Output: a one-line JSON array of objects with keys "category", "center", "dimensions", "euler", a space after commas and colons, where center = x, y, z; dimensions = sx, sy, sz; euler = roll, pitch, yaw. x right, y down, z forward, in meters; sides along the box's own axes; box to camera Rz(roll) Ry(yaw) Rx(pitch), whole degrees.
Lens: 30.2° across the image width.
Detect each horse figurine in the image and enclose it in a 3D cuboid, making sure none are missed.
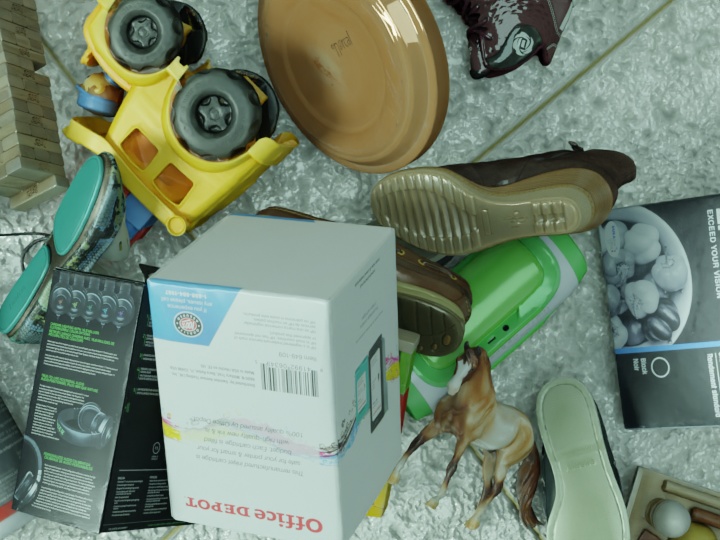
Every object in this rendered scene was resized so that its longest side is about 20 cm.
[{"category": "horse figurine", "center": [0.104, 0.151, 1.146], "dimensions": [0.200, 0.050, 0.134], "euler": [37, 80, -43]}]

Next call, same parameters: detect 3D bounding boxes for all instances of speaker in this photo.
[{"category": "speaker", "center": [0.100, 0.037, 1.159], "dimensions": [0.199, 0.088, 0.089], "euler": [-40, 93, -6]}]

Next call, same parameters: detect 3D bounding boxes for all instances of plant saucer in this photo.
[{"category": "plant saucer", "center": [-0.013, -0.172, 1.088], "dimensions": [0.032, 0.200, 0.202], "euler": [-34, 93, -38]}]

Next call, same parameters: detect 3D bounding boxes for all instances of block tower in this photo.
[{"category": "block tower", "center": [-0.292, -0.155, 1.096], "dimensions": [0.054, 0.058, 0.203], "euler": [-21, 75, 26]}]

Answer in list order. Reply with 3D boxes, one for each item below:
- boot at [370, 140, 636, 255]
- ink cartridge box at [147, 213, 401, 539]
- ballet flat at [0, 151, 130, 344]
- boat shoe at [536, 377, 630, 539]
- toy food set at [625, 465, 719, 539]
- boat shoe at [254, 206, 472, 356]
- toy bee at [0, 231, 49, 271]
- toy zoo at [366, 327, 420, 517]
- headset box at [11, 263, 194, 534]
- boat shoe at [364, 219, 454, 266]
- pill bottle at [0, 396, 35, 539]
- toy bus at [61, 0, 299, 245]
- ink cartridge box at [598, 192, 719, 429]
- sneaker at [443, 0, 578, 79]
[{"category": "boot", "center": [0.125, -0.067, 1.142], "dimensions": [0.197, 0.166, 0.073], "euler": [4, 109, 24]}, {"category": "ink cartridge box", "center": [-0.059, 0.080, 1.018], "dimensions": [0.145, 0.146, 0.203], "euler": [6, 114, 19]}, {"category": "ballet flat", "center": [-0.227, -0.014, 1.089], "dimensions": [0.074, 0.074, 0.200], "euler": [38, 122, -4]}, {"category": "boat shoe", "center": [0.195, 0.195, 1.175], "dimensions": [0.074, 0.066, 0.202], "euler": [-15, 81, 14]}, {"category": "toy food set", "center": [0.314, 0.272, 1.192], "dimensions": [0.198, 0.060, 0.145], "euler": [19, 86, -6]}, {"category": "boat shoe", "center": [0.000, 0.000, 1.102], "dimensions": [0.198, 0.072, 0.068], "euler": [25, 45, 3]}, {"category": "toy bee", "center": [-0.340, -0.061, 1.096], "dimensions": [0.197, 0.109, 0.133], "euler": [6, 89, -6]}, {"category": "toy zoo", "center": [-0.029, 0.127, 1.123], "dimensions": [0.130, 0.020, 0.202], "euler": [15, 116, 13]}, {"category": "headset box", "center": [-0.175, 0.097, 1.071], "dimensions": [0.092, 0.174, 0.203], "euler": [9, 88, 26]}, {"category": "boat shoe", "center": [0.003, 0.012, 1.172], "dimensions": [0.198, 0.073, 0.063], "euler": [-26, 135, -12]}, {"category": "pill bottle", "center": [-0.345, 0.130, 1.088], "dimensions": [0.115, 0.116, 0.202], "euler": [-30, 92, -7]}, {"category": "toy bus", "center": [-0.178, -0.119, 1.118], "dimensions": [0.192, 0.136, 0.200], "euler": [-44, 92, 11]}, {"category": "ink cartridge box", "center": [0.309, 0.034, 1.146], "dimensions": [0.198, 0.043, 0.201], "euler": [-8, 89, 36]}, {"category": "sneaker", "center": [0.092, -0.232, 1.171], "dimensions": [0.197, 0.076, 0.117], "euler": [17, 90, -7]}]
